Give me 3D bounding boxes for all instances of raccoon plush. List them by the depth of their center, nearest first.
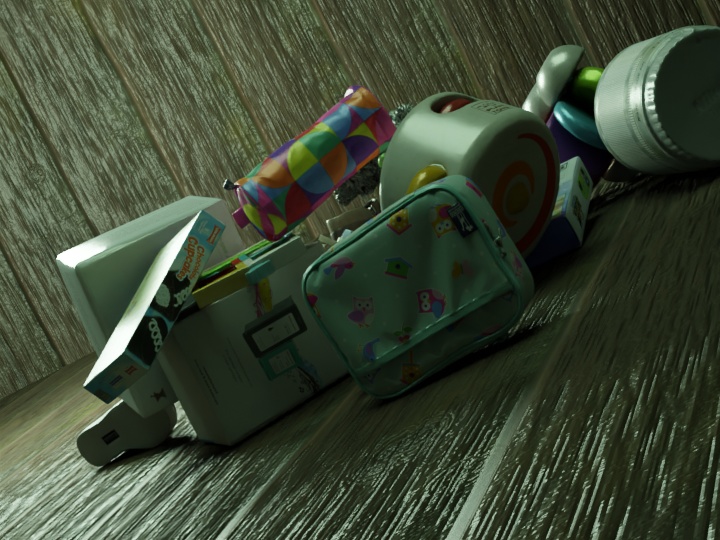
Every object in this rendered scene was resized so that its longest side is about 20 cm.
[{"bbox_3d":[0.040,-0.151,1.853,0.133,0.098,0.200,-27,-2,-33],"label":"raccoon plush"}]

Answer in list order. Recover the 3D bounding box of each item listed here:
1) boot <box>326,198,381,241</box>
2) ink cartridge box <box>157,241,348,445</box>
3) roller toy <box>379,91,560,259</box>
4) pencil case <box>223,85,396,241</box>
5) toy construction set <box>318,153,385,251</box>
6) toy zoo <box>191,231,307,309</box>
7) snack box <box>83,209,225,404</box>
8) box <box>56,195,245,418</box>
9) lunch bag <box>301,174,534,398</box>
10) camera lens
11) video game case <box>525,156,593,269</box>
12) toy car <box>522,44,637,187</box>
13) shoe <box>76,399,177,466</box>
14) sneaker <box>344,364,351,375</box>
[{"bbox_3d":[0.000,0.000,1.857,0.070,0.148,0.200,-23,7,34],"label":"boot"},{"bbox_3d":[-0.113,0.081,1.687,0.199,0.147,0.146,-30,6,-20],"label":"ink cartridge box"},{"bbox_3d":[0.122,-0.093,1.617,0.139,0.200,0.184,20,73,40],"label":"roller toy"},{"bbox_3d":[-0.053,-0.117,1.653,0.199,0.089,0.088,-39,8,-15],"label":"pencil case"},{"bbox_3d":[0.042,-0.063,1.710,0.092,0.131,0.201,34,84,41],"label":"toy construction set"},{"bbox_3d":[-0.126,-0.003,1.644,0.130,0.021,0.200,-28,8,-5],"label":"toy zoo"},{"bbox_3d":[-0.220,0.038,1.611,0.116,0.037,0.201,-36,24,52],"label":"snack box"},{"bbox_3d":[-0.232,0.037,1.816,0.198,0.201,0.171,-26,12,-15],"label":"box"},{"bbox_3d":[0.057,0.018,1.401,0.199,0.162,0.077,-32,-1,21],"label":"lunch bag"},{"bbox_3d":[0.367,-0.192,1.724,0.159,0.161,0.200,-29,6,-8],"label":"camera lens"},{"bbox_3d":[0.173,-0.043,1.775,0.198,0.046,0.182,-26,17,24],"label":"video game case"},{"bbox_3d":[0.280,-0.172,1.900,0.151,0.174,0.200,-56,-5,-21],"label":"toy car"},{"bbox_3d":[-0.284,0.187,1.945,0.199,0.072,0.091,-29,9,44],"label":"shoe"},{"bbox_3d":[0.054,0.046,1.554,0.199,0.075,0.082,-33,6,-41],"label":"sneaker"}]
